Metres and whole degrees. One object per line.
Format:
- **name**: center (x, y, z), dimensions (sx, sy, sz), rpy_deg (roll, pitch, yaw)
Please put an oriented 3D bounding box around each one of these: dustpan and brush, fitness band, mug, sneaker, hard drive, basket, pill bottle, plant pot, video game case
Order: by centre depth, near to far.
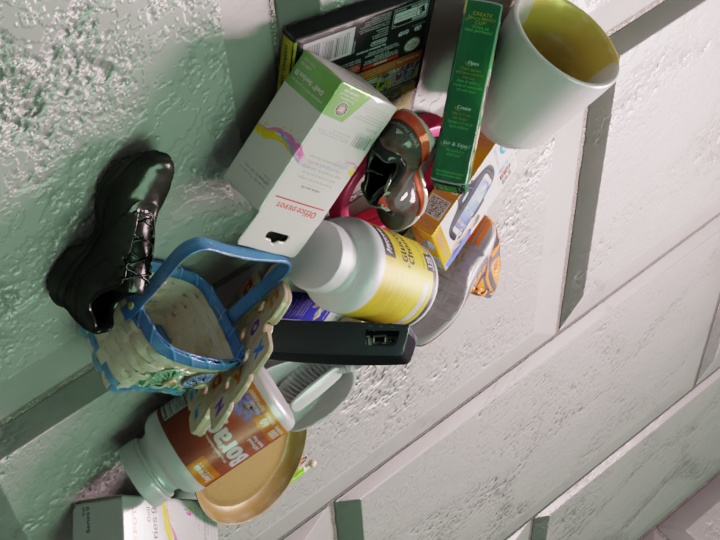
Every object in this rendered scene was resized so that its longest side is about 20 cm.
- **sneaker**: center (-0.232, -0.025, 1.315), dimensions (0.075, 0.091, 0.201), rpy_deg (7, 120, -49)
- **basket**: center (-0.183, 0.042, 1.407), dimensions (0.200, 0.140, 0.176), rpy_deg (-47, 151, 21)
- **video game case**: center (-0.010, -0.209, 1.441), dimensions (0.199, 0.025, 0.182), rpy_deg (-26, 144, -33)
- **sneaker**: center (0.027, -0.100, 1.482), dimensions (0.082, 0.077, 0.201), rpy_deg (-41, 158, -24)
- **pill bottle**: center (0.000, 0.000, 1.547), dimensions (0.112, 0.112, 0.199), rpy_deg (-53, 148, 12)
- **mug**: center (0.219, -0.228, 1.588), dimensions (0.185, 0.150, 0.153), rpy_deg (-9, 150, -40)
- **hard drive**: center (-0.034, 0.086, 1.591), dimensions (0.135, 0.197, 0.043), rpy_deg (56, 37, -78)
- **pill bottle**: center (-0.187, 0.196, 1.598), dimensions (0.199, 0.113, 0.112), rpy_deg (-34, 149, -1)
- **fitness band**: center (0.042, -0.113, 1.608), dimensions (0.199, 0.037, 0.145), rpy_deg (-28, 145, -31)
- **dustpan and brush**: center (-0.037, 0.130, 1.697), dimensions (0.199, 0.057, 0.140), rpy_deg (-37, 135, -2)
- **plant pot**: center (-0.149, 0.236, 1.740), dimensions (0.199, 0.027, 0.202), rpy_deg (-24, 123, -42)
- **sneaker**: center (0.135, 0.029, 1.782), dimensions (0.201, 0.077, 0.112), rpy_deg (-54, 150, -8)

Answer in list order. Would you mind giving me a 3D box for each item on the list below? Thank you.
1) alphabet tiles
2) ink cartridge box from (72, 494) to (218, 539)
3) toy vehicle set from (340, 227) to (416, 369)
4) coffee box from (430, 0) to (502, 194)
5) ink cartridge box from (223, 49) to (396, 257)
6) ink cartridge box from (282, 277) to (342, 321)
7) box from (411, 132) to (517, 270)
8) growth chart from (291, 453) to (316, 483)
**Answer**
- **alphabet tiles**: center (-0.138, 0.089, 1.494), dimensions (0.014, 0.196, 0.201), rpy_deg (28, 107, -21)
- **ink cartridge box**: center (-0.266, 0.364, 1.666), dimensions (0.087, 0.147, 0.199), rpy_deg (-14, 162, 29)
- **toy vehicle set**: center (0.055, 0.025, 1.761), dimensions (0.201, 0.026, 0.124), rpy_deg (-53, 151, -10)
- **coffee box**: center (0.118, -0.191, 1.477), dimensions (0.123, 0.043, 0.203), rpy_deg (10, 91, -85)
- **ink cartridge box**: center (-0.063, -0.118, 1.386), dimensions (0.201, 0.067, 0.117), rpy_deg (-55, 150, 12)
- **ink cartridge box**: center (-0.065, 0.017, 1.623), dimensions (0.095, 0.037, 0.199), rpy_deg (-55, 154, 16)
- **box**: center (0.141, -0.108, 1.693), dimensions (0.201, 0.041, 0.119), rpy_deg (-53, 157, -10)
- **growth chart**: center (-0.141, 0.276, 1.861), dimensions (0.144, 0.018, 0.201), rpy_deg (-39, 148, -11)
